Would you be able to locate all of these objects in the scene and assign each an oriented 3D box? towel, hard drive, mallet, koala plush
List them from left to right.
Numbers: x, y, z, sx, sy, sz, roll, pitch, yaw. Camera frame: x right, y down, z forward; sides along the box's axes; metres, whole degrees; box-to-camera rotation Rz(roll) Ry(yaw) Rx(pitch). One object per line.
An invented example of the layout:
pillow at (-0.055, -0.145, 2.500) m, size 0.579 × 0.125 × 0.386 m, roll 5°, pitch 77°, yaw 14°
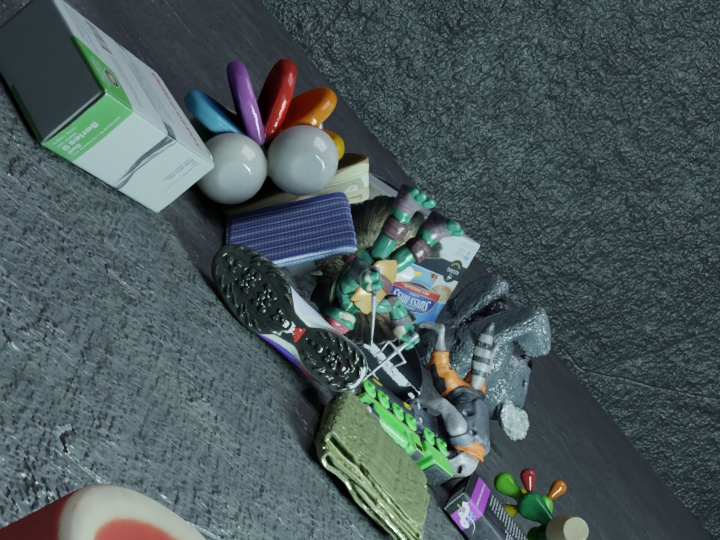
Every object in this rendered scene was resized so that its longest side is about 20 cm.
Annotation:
towel at (-0.078, -0.038, 1.661) m, size 0.200 × 0.145 × 0.024 m, roll -101°, pitch 177°, yaw -70°
mallet at (0.000, 0.122, 1.670) m, size 0.200 × 0.041 × 0.066 m, roll 42°, pitch 15°, yaw -32°
towel at (0.011, 0.195, 1.492) m, size 0.148 × 0.036 × 0.200 m, roll 50°, pitch 10°, yaw -7°
hard drive at (0.027, 0.094, 1.919) m, size 0.135 × 0.042 × 0.200 m, roll 49°, pitch 10°, yaw -16°
koala plush at (0.187, 0.145, 2.239) m, size 0.177 × 0.184 × 0.200 m, roll 44°, pitch -21°, yaw 54°

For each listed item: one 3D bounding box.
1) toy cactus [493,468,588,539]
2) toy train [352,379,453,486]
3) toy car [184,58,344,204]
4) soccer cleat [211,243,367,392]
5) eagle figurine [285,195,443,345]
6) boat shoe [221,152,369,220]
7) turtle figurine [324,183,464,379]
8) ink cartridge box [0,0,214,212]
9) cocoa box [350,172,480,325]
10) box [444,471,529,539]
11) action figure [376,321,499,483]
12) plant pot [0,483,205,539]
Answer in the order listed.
toy cactus at (0.247, 0.319, 1.826) m, size 0.200 × 0.102 × 0.165 m, roll 60°, pitch -14°, yaw 7°
toy train at (0.043, 0.185, 1.674) m, size 0.200 × 0.042 × 0.056 m, roll 42°, pitch 24°, yaw -45°
toy car at (-0.120, -0.171, 1.742) m, size 0.175 × 0.200 × 0.150 m, roll -119°, pitch -156°, yaw -64°
soccer cleat at (-0.080, 0.051, 1.546) m, size 0.200 × 0.068 × 0.073 m, roll 42°, pitch -11°, yaw -12°
eagle figurine at (0.007, -0.002, 1.742) m, size 0.152 × 0.151 × 0.200 m, roll 64°, pitch -11°, yaw -7°
boat shoe at (-0.073, -0.085, 1.812) m, size 0.072 × 0.200 × 0.065 m, roll 24°, pitch -52°, yaw 51°
turtle figurine at (0.021, 0.013, 1.594) m, size 0.101 × 0.200 × 0.150 m, roll 32°, pitch -4°, yaw 26°
ink cartridge box at (-0.247, -0.158, 1.451) m, size 0.146 × 0.084 × 0.200 m, roll 57°, pitch 11°, yaw 29°
cocoa box at (0.023, -0.037, 1.928) m, size 0.133 × 0.131 × 0.200 m, roll 22°, pitch 11°, yaw -49°
box at (0.177, 0.333, 1.751) m, size 0.200 × 0.036 × 0.143 m, roll 51°, pitch 8°, yaw 4°
action figure at (0.108, 0.156, 1.807) m, size 0.200 × 0.105 × 0.194 m, roll 27°, pitch 58°, yaw -50°
plant pot at (-0.116, 0.181, 0.513) m, size 0.200 × 0.177 × 0.200 m, roll 50°, pitch 10°, yaw -12°
